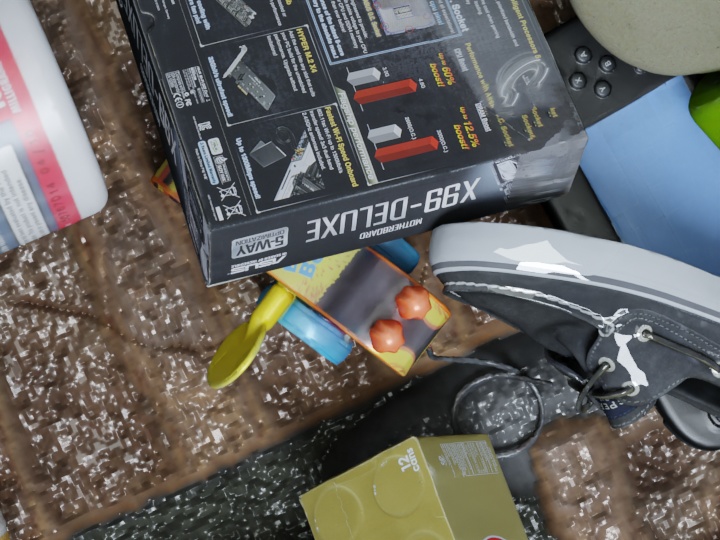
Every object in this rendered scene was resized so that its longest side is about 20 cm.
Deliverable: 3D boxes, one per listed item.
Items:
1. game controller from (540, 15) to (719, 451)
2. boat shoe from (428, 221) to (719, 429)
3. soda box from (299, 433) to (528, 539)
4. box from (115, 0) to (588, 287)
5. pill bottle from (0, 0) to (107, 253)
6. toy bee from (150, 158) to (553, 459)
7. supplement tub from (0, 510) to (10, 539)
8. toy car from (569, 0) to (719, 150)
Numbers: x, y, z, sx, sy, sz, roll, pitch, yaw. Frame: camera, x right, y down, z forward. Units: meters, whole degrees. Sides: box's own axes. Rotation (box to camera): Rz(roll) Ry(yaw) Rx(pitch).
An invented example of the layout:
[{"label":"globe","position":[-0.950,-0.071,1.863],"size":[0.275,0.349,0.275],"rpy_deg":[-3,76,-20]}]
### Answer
[{"label":"game controller","position":[0.141,-0.024,0.820],"size":[0.104,0.042,0.200],"rpy_deg":[-29,90,-1]},{"label":"boat shoe","position":[0.116,0.034,0.757],"size":[0.199,0.070,0.066],"rpy_deg":[18,77,-22]},{"label":"soda box","position":[0.047,0.171,0.769],"size":[0.068,0.064,0.201],"rpy_deg":[-30,71,29]},{"label":"box","position":[-0.016,-0.107,0.765],"size":[0.157,0.050,0.200],"rpy_deg":[-15,65,-13]},{"label":"pill bottle","position":[-0.217,-0.043,0.765],"size":[0.200,0.120,0.120],"rpy_deg":[-24,90,-8]},{"label":"toy bee","position":[0.000,0.000,0.785],"size":[0.199,0.109,0.131],"rpy_deg":[17,87,-1]},{"label":"supplement tub","position":[-0.201,0.171,0.757],"size":[0.144,0.145,0.201],"rpy_deg":[-17,92,-1]},{"label":"toy car","position":[0.183,-0.180,0.779],"size":[0.164,0.158,0.200],"rpy_deg":[47,56,-14]}]
